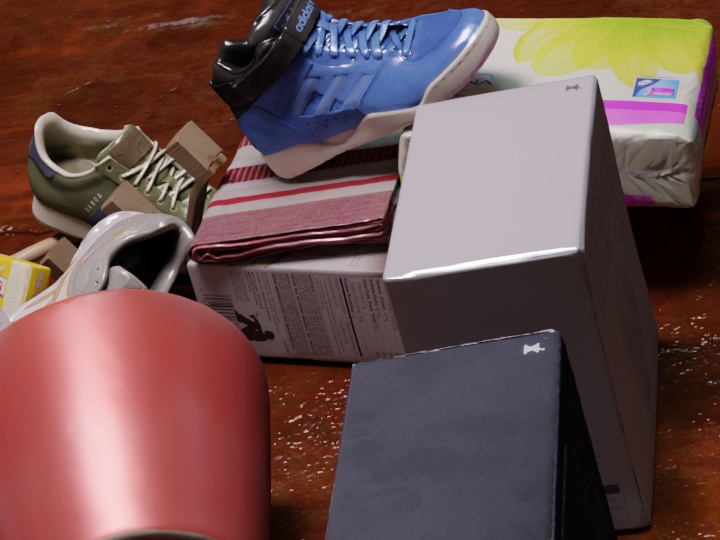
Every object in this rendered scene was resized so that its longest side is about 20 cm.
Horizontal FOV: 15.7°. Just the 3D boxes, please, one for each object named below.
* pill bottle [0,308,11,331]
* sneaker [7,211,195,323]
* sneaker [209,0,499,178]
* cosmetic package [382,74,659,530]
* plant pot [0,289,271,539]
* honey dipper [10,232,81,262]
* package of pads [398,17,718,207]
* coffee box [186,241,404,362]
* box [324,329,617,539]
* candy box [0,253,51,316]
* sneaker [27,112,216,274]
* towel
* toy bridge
[{"bbox_3d":[-0.328,0.080,1.701,0.200,0.116,0.116,-44,32,5],"label":"pill bottle"},{"bbox_3d":[-0.185,0.033,1.747,0.200,0.076,0.092,-56,18,-23],"label":"sneaker"},{"bbox_3d":[-0.013,-0.145,1.711,0.199,0.111,0.077,-24,27,35],"label":"sneaker"},{"bbox_3d":[0.101,0.023,1.567,0.122,0.201,0.200,-8,31,13],"label":"cosmetic package"},{"bbox_3d":[-0.137,0.142,1.519,0.199,0.201,0.178,-16,41,-1],"label":"plant pot"},{"bbox_3d":[-0.248,-0.009,1.940,0.199,0.038,0.038,-24,32,-21],"label":"honey dipper"},{"bbox_3d":[0.135,-0.108,1.741,0.199,0.068,0.155,1,36,14],"label":"package of pads"},{"bbox_3d":[0.000,0.000,1.764,0.199,0.080,0.113,2,34,27],"label":"coffee box"},{"bbox_3d":[0.067,0.172,1.349,0.123,0.197,0.200,-9,31,11],"label":"box"},{"bbox_3d":[-0.304,0.028,1.850,0.199,0.103,0.026,15,1,40],"label":"candy box"},{"bbox_3d":[-0.161,-0.061,1.896,0.199,0.090,0.067,16,42,25],"label":"sneaker"},{"bbox_3d":[-0.027,-0.071,1.791,0.143,0.023,0.200,-7,32,20],"label":"towel"},{"bbox_3d":[-0.151,-0.033,1.845,0.200,0.067,0.027,-37,14,43],"label":"toy bridge"}]
